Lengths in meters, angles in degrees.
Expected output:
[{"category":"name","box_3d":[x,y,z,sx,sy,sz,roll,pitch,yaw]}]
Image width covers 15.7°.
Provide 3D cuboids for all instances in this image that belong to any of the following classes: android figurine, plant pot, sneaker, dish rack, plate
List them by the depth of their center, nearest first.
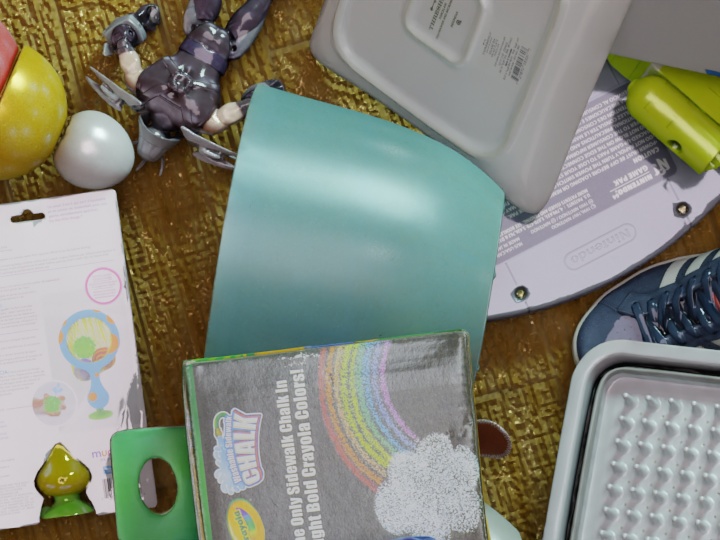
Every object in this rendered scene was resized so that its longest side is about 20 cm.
[{"category":"plant pot","box_3d":[0.000,0.000,1.564,0.160,0.201,0.202,9,85,1]},{"category":"dish rack","box_3d":[0.217,0.136,1.581,0.198,0.044,0.173,6,76,20]},{"category":"plate","box_3d":[0.060,-0.159,1.586,0.200,0.032,0.200,37,127,22]},{"category":"sneaker","box_3d":[0.227,0.017,1.633,0.199,0.085,0.075,-24,86,-2]},{"category":"android figurine","box_3d":[0.235,-0.143,1.646,0.200,0.041,0.182,44,63,4]}]

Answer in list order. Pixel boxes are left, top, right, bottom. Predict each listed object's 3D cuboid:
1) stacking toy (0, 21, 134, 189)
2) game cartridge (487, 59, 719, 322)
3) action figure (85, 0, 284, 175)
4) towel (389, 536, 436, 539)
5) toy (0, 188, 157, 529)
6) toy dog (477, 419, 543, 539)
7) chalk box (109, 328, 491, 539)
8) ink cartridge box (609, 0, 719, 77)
[{"category":"stacking toy","box_3d":[-0.235,-0.101,1.623,0.199,0.146,0.147,26,85,-8]},{"category":"game cartridge","box_3d":[0.131,-0.052,1.664,0.199,0.042,0.134,-27,90,-3]},{"category":"action figure","box_3d":[-0.091,-0.150,1.657,0.130,0.069,0.201,29,92,-5]},{"category":"towel","box_3d":[-0.018,0.221,1.395,0.144,0.201,0.024,-10,41,-2]},{"category":"toy","box_3d":[-0.198,0.057,1.646,0.114,0.047,0.202,-8,86,-4]},{"category":"toy dog","box_3d":[0.055,0.156,1.613,0.199,0.096,0.132,36,85,3]},{"category":"chalk box","box_3d":[-0.035,0.109,1.420,0.198,0.124,0.126,-6,81,-1]},{"category":"ink cartridge box","box_3d":[0.230,-0.223,1.609,0.145,0.084,0.201,11,56,-6]}]
